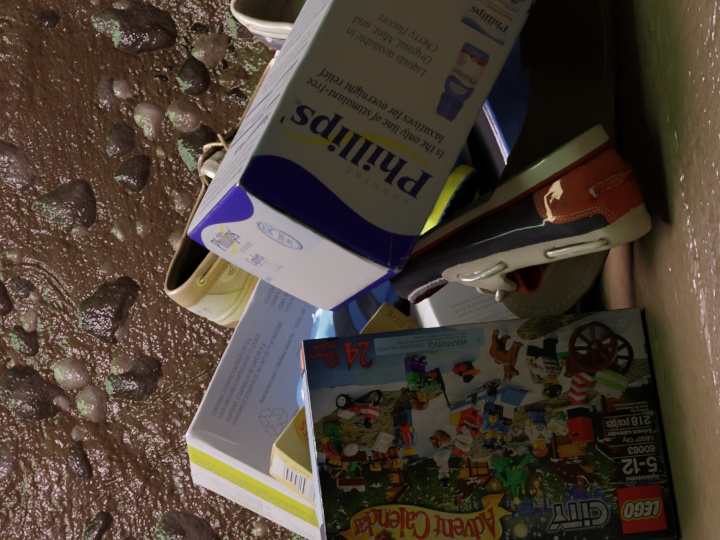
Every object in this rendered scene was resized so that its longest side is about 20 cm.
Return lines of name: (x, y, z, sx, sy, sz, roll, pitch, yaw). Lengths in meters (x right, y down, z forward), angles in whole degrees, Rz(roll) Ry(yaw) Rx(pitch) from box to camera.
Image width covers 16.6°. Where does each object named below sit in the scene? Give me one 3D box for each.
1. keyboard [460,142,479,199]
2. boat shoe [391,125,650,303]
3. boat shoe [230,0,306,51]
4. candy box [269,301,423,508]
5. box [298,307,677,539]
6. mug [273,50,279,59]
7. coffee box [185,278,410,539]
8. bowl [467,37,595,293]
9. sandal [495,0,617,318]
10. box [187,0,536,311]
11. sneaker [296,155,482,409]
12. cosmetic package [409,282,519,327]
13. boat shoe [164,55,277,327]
keyboard: (0.051, -0.124, 1.585, 0.056, 0.011, 0.201, -111, 5, -53)
boat shoe: (0.085, -0.016, 1.396, 0.200, 0.071, 0.063, -31, 94, 49)
boat shoe: (-0.001, -0.186, 1.680, 0.199, 0.062, 0.072, -5, 71, 43)
candy box: (0.059, 0.126, 1.450, 0.117, 0.199, 0.057, -50, -12, -20)
box: (0.071, 0.100, 1.406, 0.038, 0.198, 0.138, 103, 160, -71)
mug: (0.043, -0.119, 1.783, 0.186, 0.152, 0.151, -33, 60, 47)
coffee box: (0.008, 0.089, 1.731, 0.198, 0.199, 0.201, 98, -162, -76)
bowl: (0.094, -0.073, 1.590, 0.201, 0.039, 0.202, 160, 90, -83)
sandal: (0.127, -0.078, 1.457, 0.070, 0.077, 0.213, -36, -47, -59)
box: (0.001, -0.094, 1.413, 0.201, 0.104, 0.184, -63, 7, -13)
sneaker: (0.000, 0.000, 1.600, 0.201, 0.078, 0.066, -61, -13, 11)
cosmetic package: (0.099, 0.092, 1.560, 0.102, 0.074, 0.201, 87, 163, -64)
boat shoe: (-0.082, -0.062, 1.745, 0.074, 0.066, 0.202, 14, 86, 55)
